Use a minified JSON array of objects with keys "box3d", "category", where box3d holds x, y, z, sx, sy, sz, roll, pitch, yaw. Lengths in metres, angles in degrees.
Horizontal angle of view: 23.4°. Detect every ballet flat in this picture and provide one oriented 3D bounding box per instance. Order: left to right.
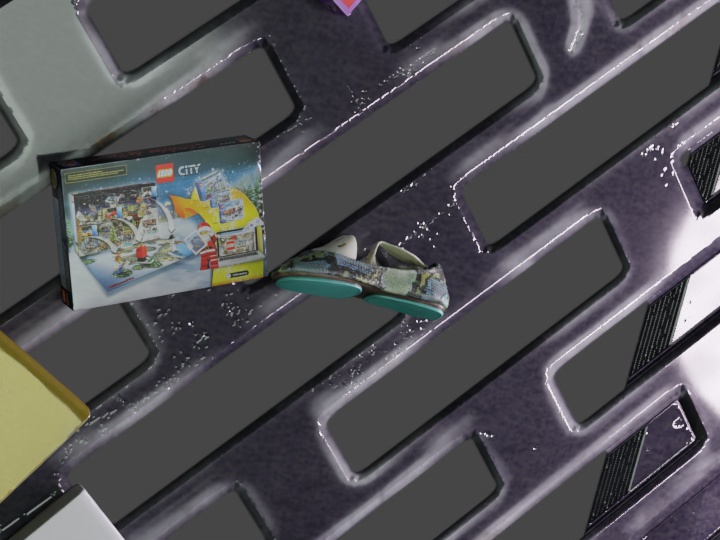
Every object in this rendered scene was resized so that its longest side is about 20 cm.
[{"box3d":[0.000,0.000,1.753,0.200,0.074,0.074,14,96,-31],"category":"ballet flat"}]

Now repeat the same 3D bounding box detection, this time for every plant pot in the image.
[{"box3d":[-0.388,0.104,1.508,0.194,0.195,0.200,-44,109,-11],"category":"plant pot"}]

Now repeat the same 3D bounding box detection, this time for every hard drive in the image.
[{"box3d":[-0.271,0.324,1.709,0.132,0.026,0.200,-39,117,-13],"category":"hard drive"}]

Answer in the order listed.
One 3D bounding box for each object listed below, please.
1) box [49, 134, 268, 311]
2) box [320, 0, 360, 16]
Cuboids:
[{"box3d":[-0.189,-0.047,1.650,0.200,0.038,0.137,-10,107,-25],"category":"box"},{"box3d":[-0.039,-0.359,1.647,0.137,0.039,0.200,-50,119,-8],"category":"box"}]
